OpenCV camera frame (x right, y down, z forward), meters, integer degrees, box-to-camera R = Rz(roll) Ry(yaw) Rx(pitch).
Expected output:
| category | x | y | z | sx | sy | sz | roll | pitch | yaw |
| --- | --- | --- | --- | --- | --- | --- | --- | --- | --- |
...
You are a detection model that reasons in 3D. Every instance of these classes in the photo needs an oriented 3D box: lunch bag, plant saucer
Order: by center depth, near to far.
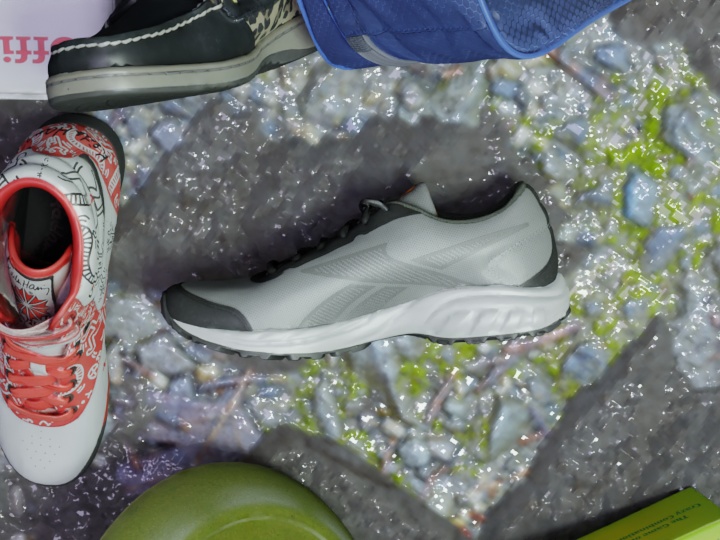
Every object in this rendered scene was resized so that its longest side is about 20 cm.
| category | x | y | z | sx | sy | sz | roll | pitch | yaw |
| --- | --- | --- | --- | --- | --- | --- | --- | --- | --- |
| lunch bag | 0.026 | -0.188 | 0.735 | 0.132 | 0.136 | 0.201 | 1 | 115 | 48 |
| plant saucer | -0.056 | 0.195 | 0.857 | 0.031 | 0.200 | 0.200 | -11 | 112 | 48 |

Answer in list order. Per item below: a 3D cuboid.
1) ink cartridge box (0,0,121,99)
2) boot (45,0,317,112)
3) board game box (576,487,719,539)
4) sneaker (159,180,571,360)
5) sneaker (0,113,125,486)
| category | x | y | z | sx | sy | sz | roll | pitch | yaw |
| --- | --- | --- | --- | --- | --- | --- | --- | --- | --- |
| ink cartridge box | -0.177 | -0.184 | 0.790 | 0.144 | 0.084 | 0.201 | 2 | 107 | 4 |
| boot | -0.080 | -0.154 | 0.740 | 0.073 | 0.203 | 0.154 | -3 | 105 | 27 |
| board game box | 0.104 | 0.200 | 0.881 | 0.199 | 0.048 | 0.102 | -22 | 105 | -9 |
| sneaker | 0.000 | 0.000 | 0.850 | 0.199 | 0.074 | 0.080 | -8 | 98 | 0 |
| sneaker | -0.159 | 0.030 | 0.845 | 0.067 | 0.108 | 0.202 | 10 | 108 | 1 |
